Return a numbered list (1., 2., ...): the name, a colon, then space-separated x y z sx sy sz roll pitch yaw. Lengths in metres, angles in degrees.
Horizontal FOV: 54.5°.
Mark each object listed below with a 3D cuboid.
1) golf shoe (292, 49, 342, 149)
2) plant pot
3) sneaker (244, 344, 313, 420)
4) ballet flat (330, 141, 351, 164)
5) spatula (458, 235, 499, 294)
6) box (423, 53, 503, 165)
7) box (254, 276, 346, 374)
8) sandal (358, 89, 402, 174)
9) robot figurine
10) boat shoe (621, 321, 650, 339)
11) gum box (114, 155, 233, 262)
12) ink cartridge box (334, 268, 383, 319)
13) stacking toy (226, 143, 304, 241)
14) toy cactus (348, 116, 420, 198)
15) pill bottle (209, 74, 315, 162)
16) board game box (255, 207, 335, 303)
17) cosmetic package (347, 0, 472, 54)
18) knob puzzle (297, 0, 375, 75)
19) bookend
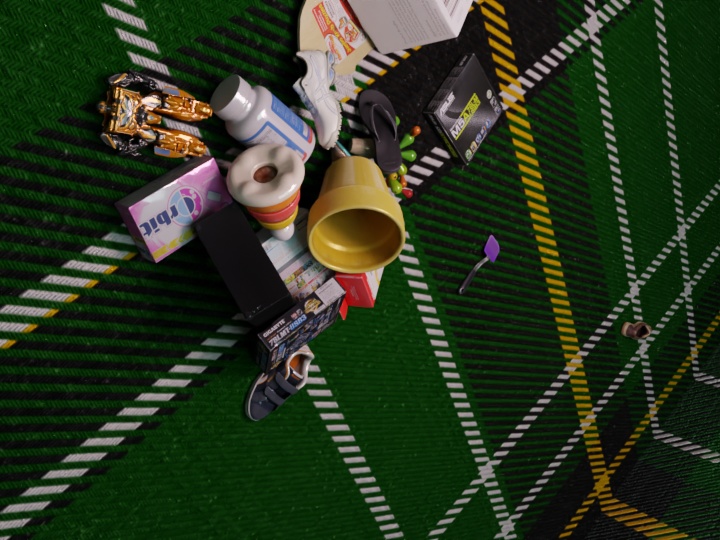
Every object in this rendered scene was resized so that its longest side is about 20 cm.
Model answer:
1. golf shoe: -0.093 -0.340 1.387 0.096 0.078 0.203 -1 79 -32
2. plant pot: -0.012 -0.128 1.463 0.201 0.199 0.190 45 30 -40
3. sneaker: -0.177 0.245 1.534 0.078 0.079 0.201 40 76 -43
4. ballet flat: -0.019 -0.210 1.556 0.067 0.068 0.200 -44 131 8
5. spatula: 0.332 -0.010 1.961 0.201 0.020 0.057 -51 118 -16
6. box: 0.264 -0.405 1.767 0.201 0.047 0.193 -56 134 -16
7. box: -0.127 0.118 1.443 0.198 0.050 0.200 -36 168 -20
8. sandal: 0.050 -0.311 1.528 0.075 0.043 0.202 -16 75 -7
9. robot figurine: -0.362 -0.267 1.226 0.198 0.058 0.147 4 99 -44
10. boat shoe: 1.077 0.236 2.681 0.199 0.072 0.073 11 95 -43
11. gum box: -0.333 -0.120 1.290 0.199 0.066 0.114 -38 124 -29
12. ink cartridge box: 0.000 0.000 1.562 0.117 0.066 0.202 67 32 -51
13. stacking toy: -0.164 -0.130 1.339 0.146 0.145 0.201 -47 153 -21
14. toy cactus: 0.056 -0.268 1.574 0.163 0.102 0.203 6 78 -21
15. pill bottle: -0.188 -0.283 1.344 0.200 0.112 0.113 37 78 -42
16. board game box: -0.144 -0.012 1.498 0.147 0.064 0.202 -38 124 -27
17. cosmetic package: 0.107 -0.579 1.443 0.165 0.198 0.166 49 54 -41
18. knob puzzle: -0.064 -0.497 1.450 0.218 0.030 0.223 -15 112 -40
19. bookend: -0.213 -0.002 1.336 0.091 0.199 0.201 -30 83 -5
